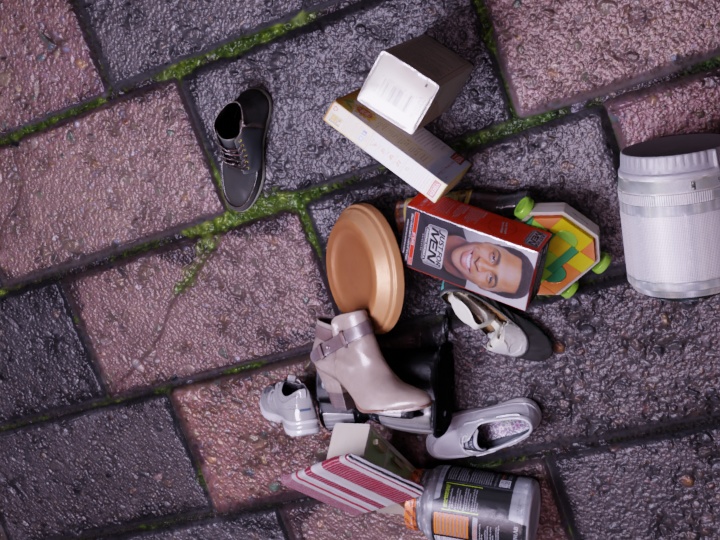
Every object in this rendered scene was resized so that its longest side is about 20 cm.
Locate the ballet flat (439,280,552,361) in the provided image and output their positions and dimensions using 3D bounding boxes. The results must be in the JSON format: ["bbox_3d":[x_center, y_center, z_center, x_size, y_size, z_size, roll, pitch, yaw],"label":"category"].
[{"bbox_3d":[0.196,0.082,1.606,0.200,0.068,0.068,38,132,6],"label":"ballet flat"}]

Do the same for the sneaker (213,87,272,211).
[{"bbox_3d":[-0.196,-0.178,1.645,0.074,0.106,0.201,15,112,15],"label":"sneaker"}]

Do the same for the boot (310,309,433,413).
[{"bbox_3d":[0.009,0.130,1.556,0.199,0.070,0.147,-6,94,35],"label":"boot"}]

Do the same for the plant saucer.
[{"bbox_3d":[0.000,0.000,1.604,0.200,0.037,0.201,30,125,55],"label":"plant saucer"}]

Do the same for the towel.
[{"bbox_3d":[-0.014,0.320,1.602,0.144,0.023,0.200,28,148,-22],"label":"towel"}]

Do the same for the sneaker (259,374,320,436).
[{"bbox_3d":[-0.109,0.204,1.716,0.074,0.200,0.082,-4,98,-24],"label":"sneaker"}]

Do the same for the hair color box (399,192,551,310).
[{"bbox_3d":[0.159,-0.031,1.503,0.199,0.061,0.102,20,126,20],"label":"hair color box"}]

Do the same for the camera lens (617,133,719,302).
[{"bbox_3d":[0.428,-0.069,1.419,0.159,0.160,0.201,-5,106,22],"label":"camera lens"}]

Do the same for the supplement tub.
[{"bbox_3d":[0.176,0.374,1.681,0.199,0.123,0.123,6,109,19],"label":"supplement tub"}]

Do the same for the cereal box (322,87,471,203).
[{"bbox_3d":[0.056,-0.184,1.529,0.200,0.144,0.040,38,116,6],"label":"cereal box"}]

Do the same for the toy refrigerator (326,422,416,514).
[{"bbox_3d":[0.024,0.314,1.677,0.070,0.076,0.200,-2,148,28],"label":"toy refrigerator"}]

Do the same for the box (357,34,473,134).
[{"bbox_3d":[0.079,-0.259,1.464,0.095,0.200,0.078,34,115,8],"label":"box"}]

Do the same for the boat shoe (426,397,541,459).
[{"bbox_3d":[0.187,0.258,1.668,0.199,0.069,0.072,-16,101,24],"label":"boat shoe"}]

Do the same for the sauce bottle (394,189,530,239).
[{"bbox_3d":[0.151,-0.087,1.572,0.199,0.066,0.066,-8,104,19],"label":"sauce bottle"}]

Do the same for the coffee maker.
[{"bbox_3d":[0.040,0.160,1.671,0.199,0.135,0.193,2,71,19],"label":"coffee maker"}]

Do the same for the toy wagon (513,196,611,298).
[{"bbox_3d":[0.255,-0.016,1.540,0.155,0.040,0.200,33,131,-13],"label":"toy wagon"}]
